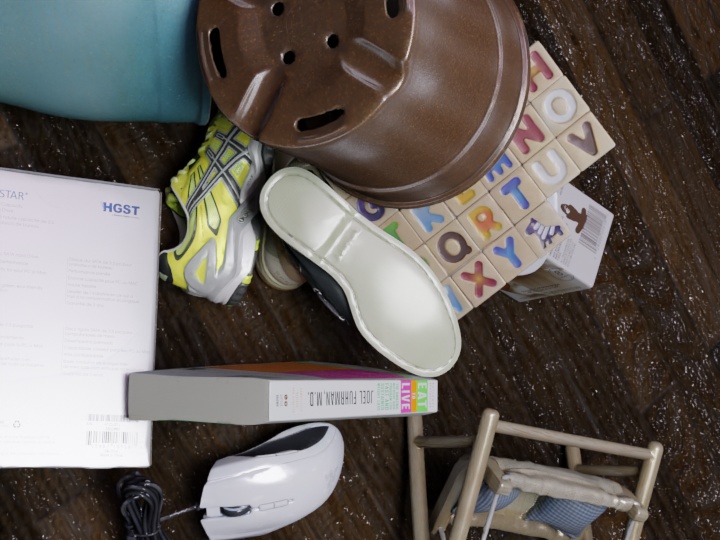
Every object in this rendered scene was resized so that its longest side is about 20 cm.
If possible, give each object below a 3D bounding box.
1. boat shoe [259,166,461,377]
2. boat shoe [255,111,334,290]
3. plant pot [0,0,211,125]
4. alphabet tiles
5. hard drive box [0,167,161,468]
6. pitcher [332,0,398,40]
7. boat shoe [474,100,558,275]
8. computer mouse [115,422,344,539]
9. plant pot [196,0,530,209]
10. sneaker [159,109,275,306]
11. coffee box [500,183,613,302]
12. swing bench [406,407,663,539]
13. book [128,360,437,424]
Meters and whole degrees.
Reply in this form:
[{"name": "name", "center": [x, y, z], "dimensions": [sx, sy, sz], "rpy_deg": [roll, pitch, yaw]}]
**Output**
[{"name": "boat shoe", "center": [-0.002, 0.002, 0.765], "dimensions": [0.199, 0.066, 0.075], "rpy_deg": [40, 86, -8]}, {"name": "boat shoe", "center": [-0.047, -0.087, 0.828], "dimensions": [0.071, 0.065, 0.204], "rpy_deg": [12, 75, -26]}, {"name": "plant pot", "center": [-0.211, -0.197, 0.696], "dimensions": [0.185, 0.200, 0.204], "rpy_deg": [-7, 84, -14]}, {"name": "alphabet tiles", "center": [0.091, -0.075, 0.773], "dimensions": [0.168, 0.199, 0.008], "rpy_deg": [51, 17, -3]}, {"name": "hard drive box", "center": [-0.228, 0.038, 0.698], "dimensions": [0.153, 0.076, 0.204], "rpy_deg": [7, 78, -28]}, {"name": "pitcher", "center": [0.011, -0.239, 0.864], "dimensions": [0.120, 0.172, 0.202], "rpy_deg": [-32, 78, 0]}, {"name": "boat shoe", "center": [0.121, -0.100, 0.795], "dimensions": [0.057, 0.067, 0.204], "rpy_deg": [-42, 123, -72]}, {"name": "computer mouse", "center": [-0.086, 0.174, 0.753], "dimensions": [0.198, 0.044, 0.112], "rpy_deg": [-18, 118, -31]}, {"name": "plant pot", "center": [0.000, -0.150, 0.672], "dimensions": [0.198, 0.197, 0.204], "rpy_deg": [1, 77, -68]}, {"name": "sneaker", "center": [-0.114, -0.077, 0.786], "dimensions": [0.075, 0.075, 0.204], "rpy_deg": [12, 70, -17]}, {"name": "coffee box", "center": [0.112, -0.057, 0.884], "dimensions": [0.198, 0.114, 0.081], "rpy_deg": [30, 69, -20]}, {"name": "swing bench", "center": [0.141, 0.235, 0.837], "dimensions": [0.196, 0.129, 0.204], "rpy_deg": [14, 75, -27]}, {"name": "book", "center": [-0.049, 0.089, 0.713], "dimensions": [0.199, 0.132, 0.049], "rpy_deg": [9, 80, -53]}]
